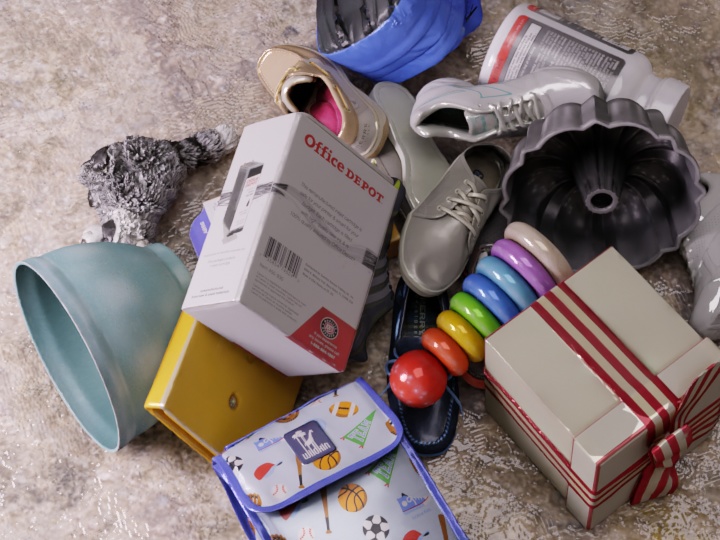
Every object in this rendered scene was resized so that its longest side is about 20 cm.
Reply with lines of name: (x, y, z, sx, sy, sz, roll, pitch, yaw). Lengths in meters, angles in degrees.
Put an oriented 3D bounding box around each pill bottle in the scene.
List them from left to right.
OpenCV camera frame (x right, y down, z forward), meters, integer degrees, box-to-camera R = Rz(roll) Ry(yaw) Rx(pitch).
pill bottle: (0.233, -0.189, 1.787, 0.199, 0.116, 0.116, 27, 66, 15)

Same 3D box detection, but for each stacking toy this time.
stacking toy: (0.105, 0.048, 1.607, 0.200, 0.085, 0.085, -43, 69, -9)

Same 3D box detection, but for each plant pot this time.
plant pot: (-0.223, 0.054, 1.635, 0.134, 0.201, 0.200, -27, 65, -22)

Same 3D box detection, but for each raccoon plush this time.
raccoon plush: (-0.196, -0.070, 1.755, 0.199, 0.097, 0.134, -23, 72, -10)

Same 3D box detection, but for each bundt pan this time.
bundt pan: (0.236, -0.093, 1.695, 0.201, 0.202, 0.076, 2, 45, 2)

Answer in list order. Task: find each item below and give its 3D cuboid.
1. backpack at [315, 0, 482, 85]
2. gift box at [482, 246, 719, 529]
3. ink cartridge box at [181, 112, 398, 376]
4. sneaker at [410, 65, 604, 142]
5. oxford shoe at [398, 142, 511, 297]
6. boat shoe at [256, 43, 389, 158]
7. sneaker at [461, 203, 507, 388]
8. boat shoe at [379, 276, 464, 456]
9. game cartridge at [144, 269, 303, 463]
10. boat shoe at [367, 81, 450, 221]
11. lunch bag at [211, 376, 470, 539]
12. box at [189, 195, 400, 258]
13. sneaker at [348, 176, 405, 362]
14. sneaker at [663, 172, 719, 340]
backpack: (0.049, -0.297, 1.813, 0.167, 0.162, 0.201, 26, 54, -30)
gift box: (0.242, 0.107, 1.595, 0.200, 0.185, 0.187, -36, 65, -9)
ink cartridge box: (-0.062, -0.023, 1.593, 0.083, 0.147, 0.201, -9, 55, 45)
sneaker: (0.145, -0.157, 1.722, 0.199, 0.071, 0.080, -5, 22, 19)
oxford shoe: (0.096, -0.057, 1.698, 0.075, 0.058, 0.200, 38, 55, -9)
boat shoe: (-0.052, -0.185, 1.787, 0.200, 0.069, 0.074, 38, 111, 40)
sneaker: (0.138, 0.014, 1.702, 0.077, 0.082, 0.201, 4, 63, 3)
boat shoe: (0.054, 0.080, 1.677, 0.084, 0.069, 0.201, -7, 63, -2)
game cartridge: (-0.115, 0.082, 1.629, 0.032, 0.176, 0.201, -1, 57, 33)
boat shoe: (0.051, -0.098, 1.776, 0.072, 0.060, 0.202, -3, 60, -36)
lunch bag: (-0.020, 0.217, 1.565, 0.170, 0.124, 0.200, -27, 75, -15)
box: (-0.071, -0.039, 1.761, 0.199, 0.042, 0.119, -20, 64, -7)
sneaker: (0.000, 0.000, 1.698, 0.074, 0.081, 0.201, 5, 66, 49)
sneaker: (0.349, -0.016, 1.726, 0.099, 0.078, 0.200, 13, 55, 17)
